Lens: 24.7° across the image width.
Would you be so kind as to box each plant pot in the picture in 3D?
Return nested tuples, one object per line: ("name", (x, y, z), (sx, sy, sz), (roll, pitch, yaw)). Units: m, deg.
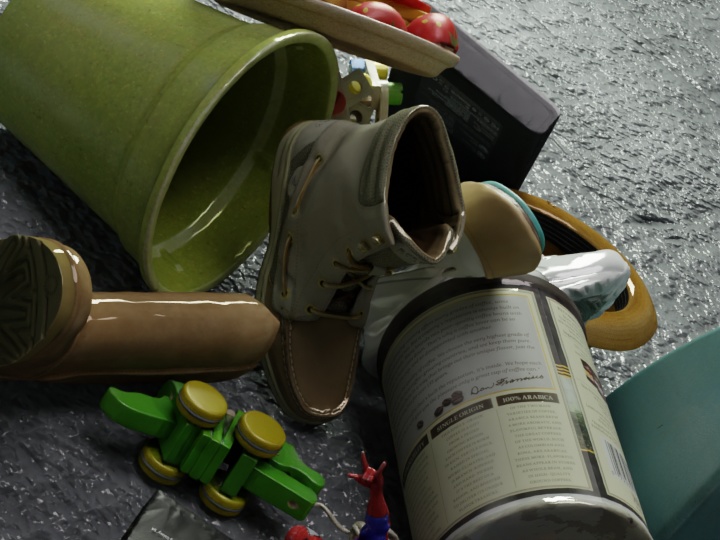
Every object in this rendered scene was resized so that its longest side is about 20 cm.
("plant pot", (-0.146, -0.113, 1.104), (0.183, 0.202, 0.200), (33, 29, 19))
("plant pot", (0.234, 0.144, 1.100), (0.140, 0.201, 0.142), (19, 35, -27))

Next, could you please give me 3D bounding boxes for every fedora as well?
("fedora", (0.132, 0.015, 1.284), (0.199, 0.082, 0.201), (20, 31, -13))

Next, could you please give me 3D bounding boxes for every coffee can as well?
("coffee can", (0.094, 0.121, 1.045), (0.145, 0.147, 0.201), (20, 35, -24))

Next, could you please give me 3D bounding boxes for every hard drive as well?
("hard drive", (0.082, -0.124, 1.339), (0.139, 0.200, 0.033), (40, 73, 7))

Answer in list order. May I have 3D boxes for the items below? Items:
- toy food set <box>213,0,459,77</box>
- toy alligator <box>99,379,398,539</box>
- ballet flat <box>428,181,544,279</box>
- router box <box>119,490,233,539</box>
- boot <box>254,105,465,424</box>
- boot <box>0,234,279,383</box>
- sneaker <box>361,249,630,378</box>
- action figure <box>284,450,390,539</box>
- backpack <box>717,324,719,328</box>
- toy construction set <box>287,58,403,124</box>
("toy food set", (-0.022, -0.186, 1.154), (0.198, 0.049, 0.198), (18, 5, -14))
("toy alligator", (-0.064, 0.113, 0.985), (0.199, 0.060, 0.054), (29, 24, -12))
("ballet flat", (0.063, -0.021, 1.065), (0.069, 0.063, 0.200), (59, -7, -11))
("router box", (-0.060, 0.224, 0.848), (0.199, 0.051, 0.149), (34, 33, -3))
("boot", (0.000, 0.000, 1.035), (0.071, 0.154, 0.203), (4, 88, -32))
("boot", (-0.131, 0.027, 0.939), (0.198, 0.174, 0.067), (3, 77, -38))
("sneaker", (0.089, 0.005, 1.158), (0.198, 0.078, 0.100), (-13, 62, -1))
("action figure", (0.042, 0.176, 0.901), (0.198, 0.100, 0.065), (22, 54, 21))
("backpack", (0.345, 0.122, 1.291), (0.198, 0.154, 0.177), (22, 39, -10))
("toy construction set", (-0.003, -0.103, 1.247), (0.091, 0.133, 0.200), (4, 4, 5))
